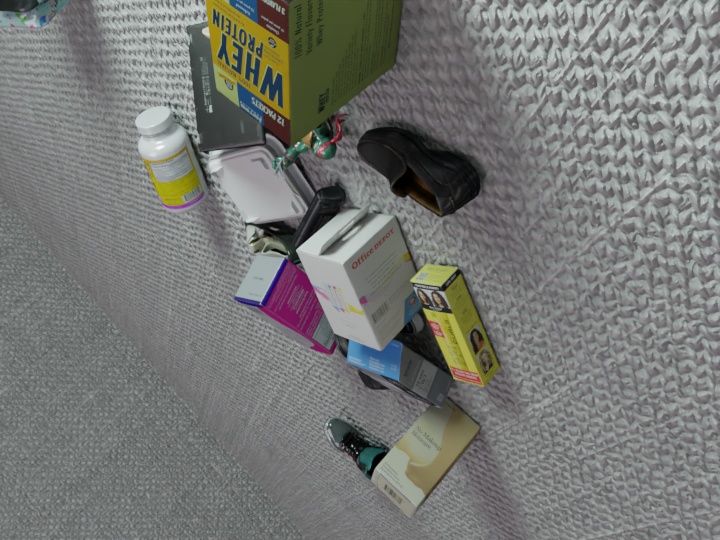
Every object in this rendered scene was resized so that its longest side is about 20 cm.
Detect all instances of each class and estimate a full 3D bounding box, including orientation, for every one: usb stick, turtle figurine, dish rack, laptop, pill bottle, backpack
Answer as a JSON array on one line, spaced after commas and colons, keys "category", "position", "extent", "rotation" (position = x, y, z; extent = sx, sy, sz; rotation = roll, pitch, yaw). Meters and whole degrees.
[{"category": "usb stick", "position": [-0.074, -0.089, 1.330], "extent": [0.200, 0.054, 0.033], "rotation": [128, 133, -62]}, {"category": "turtle figurine", "position": [-0.094, -0.216, 1.149], "extent": [0.201, 0.099, 0.152], "rotation": [53, 139, 29]}, {"category": "dish rack", "position": [-0.180, -0.150, 1.364], "extent": [0.197, 0.044, 0.173], "rotation": [-4, 129, 43]}, {"category": "laptop", "position": [-0.210, -0.288, 1.224], "extent": [0.195, 0.115, 0.193], "rotation": [-1, 98, 28]}, {"category": "pill bottle", "position": [-0.384, -0.224, 1.557], "extent": [0.103, 0.104, 0.203], "rotation": [25, 144, 36]}, {"category": "backpack", "position": [-0.615, -0.540, 1.398], "extent": [0.173, 0.204, 0.152], "rotation": [6, 144, 15]}]

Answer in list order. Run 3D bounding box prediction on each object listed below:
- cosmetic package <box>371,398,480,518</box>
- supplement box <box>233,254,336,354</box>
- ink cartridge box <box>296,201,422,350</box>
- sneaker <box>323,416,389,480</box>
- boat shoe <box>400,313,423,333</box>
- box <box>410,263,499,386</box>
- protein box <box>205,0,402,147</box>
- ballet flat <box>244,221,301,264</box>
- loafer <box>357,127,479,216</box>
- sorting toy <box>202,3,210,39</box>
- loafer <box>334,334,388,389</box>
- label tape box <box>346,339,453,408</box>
[{"category": "cosmetic package", "position": [0.121, 0.337, 1.414], "extent": [0.104, 0.200, 0.072], "rotation": [37, 150, 16]}, {"category": "supplement box", "position": [-0.125, 0.066, 1.472], "extent": [0.100, 0.105, 0.199], "rotation": [7, 154, 50]}, {"category": "ink cartridge box", "position": [0.000, 0.000, 1.250], "extent": [0.124, 0.128, 0.203], "rotation": [14, 136, 47]}, {"category": "sneaker", "position": [0.002, 0.426, 1.821], "extent": [0.200, 0.084, 0.120], "rotation": [46, 158, -11]}, {"category": "boat shoe", "position": [0.025, 0.080, 1.375], "extent": [0.197, 0.068, 0.073], "rotation": [21, 142, 42]}, {"category": "box", "position": [0.151, 0.087, 1.220], "extent": [0.074, 0.050, 0.203], "rotation": [10, 133, 49]}, {"category": "protein box", "position": [-0.061, -0.298, 0.889], "extent": [0.134, 0.200, 0.201], "rotation": [36, 150, 20]}, {"category": "ballet flat", "position": [-0.179, -0.061, 1.498], "extent": [0.197, 0.068, 0.069], "rotation": [24, 145, 40]}, {"category": "loafer", "position": [0.063, -0.134, 1.034], "extent": [0.198, 0.072, 0.074], "rotation": [27, 147, 37]}, {"category": "sorting toy", "position": [-0.164, -0.406, 1.007], "extent": [0.179, 0.104, 0.206], "rotation": [32, 118, 55]}, {"category": "loafer", "position": [0.016, 0.155, 1.488], "extent": [0.071, 0.074, 0.201], "rotation": [6, 142, 43]}, {"category": "label tape box", "position": [0.051, 0.165, 1.366], "extent": [0.142, 0.067, 0.199], "rotation": [12, 164, 48]}]
